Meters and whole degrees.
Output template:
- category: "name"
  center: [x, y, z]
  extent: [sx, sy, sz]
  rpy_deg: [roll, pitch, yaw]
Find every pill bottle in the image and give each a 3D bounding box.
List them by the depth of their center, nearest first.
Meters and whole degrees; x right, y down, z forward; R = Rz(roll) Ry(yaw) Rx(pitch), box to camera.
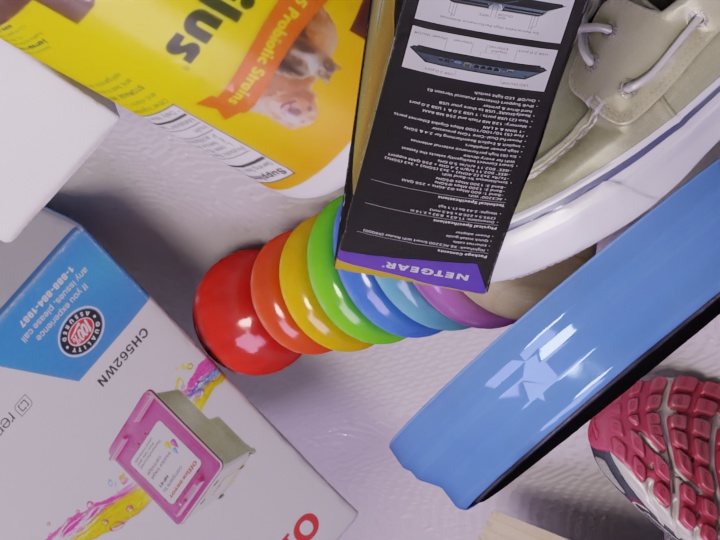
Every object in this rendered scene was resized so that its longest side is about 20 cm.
- category: "pill bottle"
  center: [-0.043, -0.097, 1.039]
  extent: [0.200, 0.109, 0.109]
  rpy_deg: [28, 143, -25]

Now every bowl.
- category: "bowl"
  center: [0.099, 0.018, 1.100]
  extent: [0.039, 0.201, 0.201]
  rpy_deg: [51, 143, 7]

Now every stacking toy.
- category: "stacking toy"
  center: [0.000, 0.000, 1.205]
  extent: [0.085, 0.085, 0.200]
  rpy_deg: [34, 145, -30]

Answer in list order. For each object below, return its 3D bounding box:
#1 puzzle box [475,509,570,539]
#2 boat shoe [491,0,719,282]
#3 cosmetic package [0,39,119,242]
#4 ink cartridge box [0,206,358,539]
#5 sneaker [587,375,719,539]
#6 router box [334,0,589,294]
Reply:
- category: "puzzle box"
  center: [0.143, 0.184, 1.413]
  extent: [0.133, 0.025, 0.200]
  rpy_deg: [19, 162, 31]
- category: "boat shoe"
  center: [0.103, -0.075, 1.022]
  extent: [0.200, 0.072, 0.062]
  rpy_deg: [-39, 111, 6]
- category: "cosmetic package"
  center: [-0.188, -0.105, 1.065]
  extent: [0.200, 0.102, 0.074]
  rpy_deg: [32, 109, -31]
- category: "ink cartridge box"
  center: [-0.118, 0.089, 1.265]
  extent: [0.200, 0.145, 0.085]
  rpy_deg: [48, 166, -31]
- category: "sneaker"
  center: [0.169, 0.117, 1.323]
  extent: [0.075, 0.081, 0.200]
  rpy_deg: [-19, 136, 41]
- category: "router box"
  center: [0.037, -0.119, 0.902]
  extent: [0.052, 0.200, 0.157]
  rpy_deg: [10, 146, -3]
